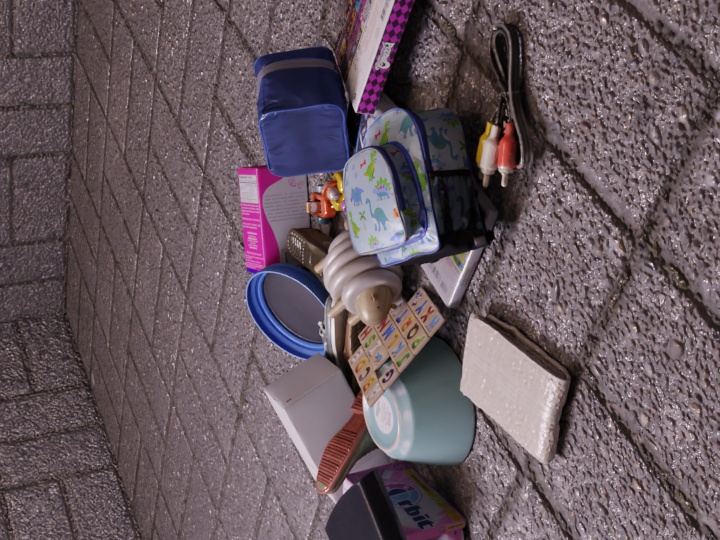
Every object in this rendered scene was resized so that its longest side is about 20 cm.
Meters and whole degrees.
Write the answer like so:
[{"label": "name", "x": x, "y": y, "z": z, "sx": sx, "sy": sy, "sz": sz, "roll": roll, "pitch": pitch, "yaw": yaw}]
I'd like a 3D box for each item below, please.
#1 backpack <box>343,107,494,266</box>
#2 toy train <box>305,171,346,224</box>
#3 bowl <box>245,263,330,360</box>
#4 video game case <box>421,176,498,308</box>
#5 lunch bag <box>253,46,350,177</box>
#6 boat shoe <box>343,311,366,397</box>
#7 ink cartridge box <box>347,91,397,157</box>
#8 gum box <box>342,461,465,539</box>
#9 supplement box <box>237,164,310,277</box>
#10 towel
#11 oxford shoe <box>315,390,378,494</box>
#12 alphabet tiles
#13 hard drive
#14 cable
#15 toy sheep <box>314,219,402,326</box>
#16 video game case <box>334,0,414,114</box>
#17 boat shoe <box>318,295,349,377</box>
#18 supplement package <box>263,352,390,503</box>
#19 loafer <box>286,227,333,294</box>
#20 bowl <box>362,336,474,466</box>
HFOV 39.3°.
[{"label": "backpack", "x": 0.065, "y": -0.114, "z": 1.344, "sx": 0.183, "sy": 0.146, "sz": 0.202, "roll": -15, "pitch": 80, "yaw": 61}, {"label": "toy train", "x": -0.063, "y": -0.168, "z": 1.721, "sx": 0.150, "sy": 0.055, "sz": 0.202, "roll": 31, "pitch": 124, "yaw": 59}, {"label": "bowl", "x": -0.115, "y": 0.073, "z": 1.810, "sx": 0.200, "sy": 0.039, "sz": 0.202, "roll": 23, "pitch": 137, "yaw": 23}, {"label": "video game case", "x": 0.115, "y": -0.080, "z": 1.440, "sx": 0.201, "sy": 0.023, "sz": 0.183, "roll": 61, "pitch": 146, "yaw": 37}, {"label": "lunch bag", "x": -0.089, "y": -0.245, "z": 1.557, "sx": 0.200, "sy": 0.135, "sz": 0.133, "roll": 88, "pitch": 176, "yaw": -62}, {"label": "boat shoe", "x": -0.001, "y": 0.130, "z": 1.670, "sx": 0.067, "sy": 0.072, "sz": 0.202, "roll": 28, "pitch": 124, "yaw": 55}, {"label": "ink cartridge box", "x": 0.021, "y": -0.166, "z": 1.550, "sx": 0.198, "sy": 0.043, "sz": 0.201, "roll": -124, "pitch": 35, "yaw": -55}, {"label": "gum box", "x": 0.066, "y": 0.379, "z": 1.563, "sx": 0.200, "sy": 0.113, "sz": 0.067, "roll": 34, "pitch": 127, "yaw": 56}, {"label": "supplement box", "x": -0.158, "y": -0.097, "z": 1.882, "sx": 0.103, "sy": 0.101, "sz": 0.202, "roll": 14, "pitch": 109, "yaw": 61}, {"label": "towel", "x": 0.200, "y": 0.149, "z": 1.326, "sx": 0.200, "sy": 0.034, "sz": 0.133, "roll": 42, "pitch": 134, "yaw": 50}, {"label": "oxford shoe", "x": 0.002, "y": 0.275, "z": 1.601, "sx": 0.201, "sy": 0.074, "sz": 0.071, "roll": -57, "pitch": 30, "yaw": -10}, {"label": "alphabet tiles", "x": 0.047, "y": 0.100, "z": 1.512, "sx": 0.167, "sy": 0.008, "sz": 0.200, "roll": -51, "pitch": 20, "yaw": 8}, {"label": "hard drive", "x": 0.003, "y": 0.397, "z": 1.519, "sx": 0.136, "sy": 0.042, "sz": 0.200, "roll": 66, "pitch": 149, "yaw": 28}, {"label": "cable", "x": 0.177, "y": -0.202, "z": 1.248, "sx": 0.097, "sy": 0.050, "sz": 0.202, "roll": -151, "pitch": 55, "yaw": -64}, {"label": "toy sheep", "x": 0.000, "y": 0.000, "z": 1.572, "sx": 0.138, "sy": 0.137, "sz": 0.201, "roll": 116, "pitch": 143, "yaw": -48}, {"label": "video game case", "x": 0.017, "y": -0.361, "z": 1.475, "sx": 0.182, "sy": 0.036, "sz": 0.201, "roll": -107, "pitch": 30, "yaw": -47}, {"label": "boat shoe", "x": -0.049, "y": 0.114, "z": 1.710, "sx": 0.061, "sy": 0.073, "sz": 0.201, "roll": 16, "pitch": 137, "yaw": 22}, {"label": "supplement package", "x": -0.055, "y": 0.260, "z": 1.679, "sx": 0.201, "sy": 0.117, "sz": 0.117, "roll": 63, "pitch": 166, "yaw": -20}, {"label": "loafer", "x": -0.046, "y": -0.016, "z": 1.728, "sx": 0.200, "sy": 0.067, "sz": 0.076, "roll": 43, "pitch": 141, "yaw": 29}, {"label": "bowl", "x": 0.074, "y": 0.204, "z": 1.510, "sx": 0.200, "sy": 0.104, "sz": 0.202, "roll": 25, "pitch": 118, "yaw": 58}]
